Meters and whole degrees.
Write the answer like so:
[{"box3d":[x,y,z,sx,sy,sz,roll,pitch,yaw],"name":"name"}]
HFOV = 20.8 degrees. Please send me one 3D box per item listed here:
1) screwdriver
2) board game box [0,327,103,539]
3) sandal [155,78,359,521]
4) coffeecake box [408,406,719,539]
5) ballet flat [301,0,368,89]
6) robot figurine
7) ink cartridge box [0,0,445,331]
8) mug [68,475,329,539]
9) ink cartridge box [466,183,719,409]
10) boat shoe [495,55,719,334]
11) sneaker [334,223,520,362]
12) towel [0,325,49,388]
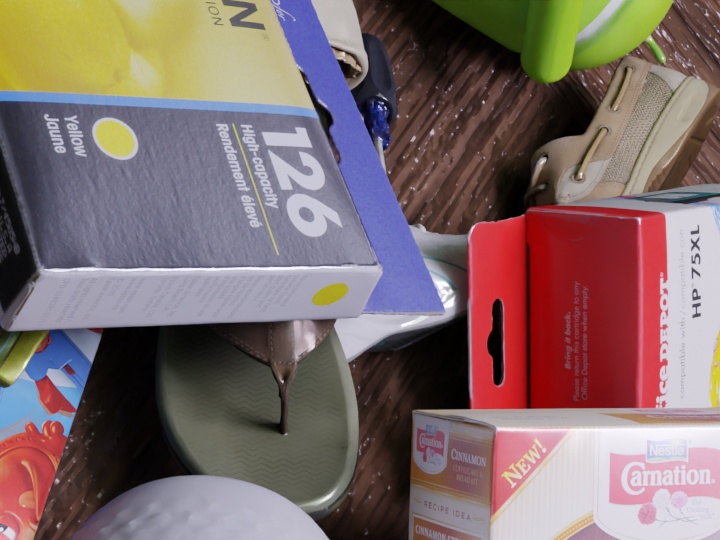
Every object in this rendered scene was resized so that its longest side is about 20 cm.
[{"box3d":[0.013,-0.049,0.884,0.029,0.028,0.200,-9,38,-4],"name":"screwdriver"},{"box3d":[-0.198,0.030,0.687,0.200,0.056,0.196,34,51,-27],"name":"board game box"},{"box3d":[-0.043,0.003,0.780,0.080,0.057,0.202,-2,68,-8],"name":"sandal"},{"box3d":[0.099,0.156,0.781,0.153,0.073,0.201,1,91,-25],"name":"coffeecake box"},{"box3d":[-0.073,-0.096,0.855,0.200,0.069,0.070,-9,77,-44],"name":"ballet flat"},{"box3d":[0.082,-0.177,0.998,0.200,0.116,0.176,29,41,-30],"name":"robot figurine"},{"box3d":[-0.068,-0.072,0.747,0.200,0.047,0.198,-2,58,-37],"name":"ink cartridge box"},{"box3d":[-0.053,0.184,0.698,0.176,0.147,0.200,-87,162,-45],"name":"mug"},{"box3d":[0.136,0.025,0.908,0.200,0.067,0.117,-10,101,-46],"name":"ink cartridge box"},{"box3d":[0.114,-0.034,1.005,0.064,0.071,0.200,28,54,15],"name":"boat shoe"},{"box3d":[0.000,0.000,0.874,0.200,0.070,0.080,-18,80,-45],"name":"sneaker"},{"box3d":[-0.179,-0.049,0.689,0.200,0.018,0.086,41,47,-21],"name":"towel"}]
